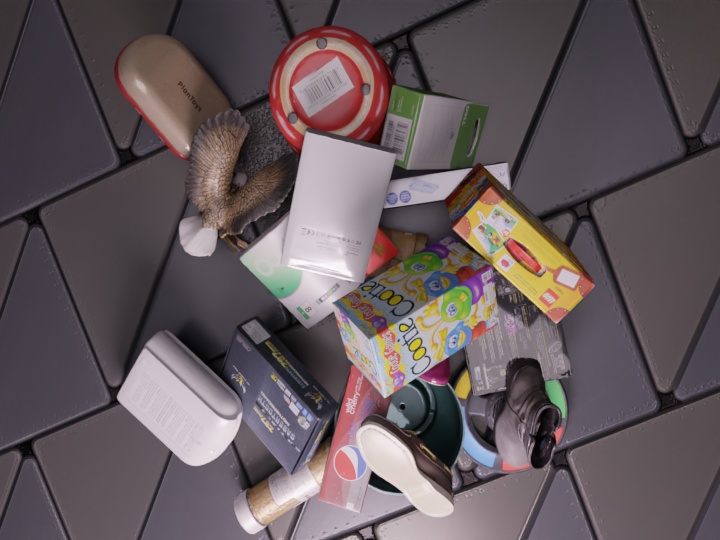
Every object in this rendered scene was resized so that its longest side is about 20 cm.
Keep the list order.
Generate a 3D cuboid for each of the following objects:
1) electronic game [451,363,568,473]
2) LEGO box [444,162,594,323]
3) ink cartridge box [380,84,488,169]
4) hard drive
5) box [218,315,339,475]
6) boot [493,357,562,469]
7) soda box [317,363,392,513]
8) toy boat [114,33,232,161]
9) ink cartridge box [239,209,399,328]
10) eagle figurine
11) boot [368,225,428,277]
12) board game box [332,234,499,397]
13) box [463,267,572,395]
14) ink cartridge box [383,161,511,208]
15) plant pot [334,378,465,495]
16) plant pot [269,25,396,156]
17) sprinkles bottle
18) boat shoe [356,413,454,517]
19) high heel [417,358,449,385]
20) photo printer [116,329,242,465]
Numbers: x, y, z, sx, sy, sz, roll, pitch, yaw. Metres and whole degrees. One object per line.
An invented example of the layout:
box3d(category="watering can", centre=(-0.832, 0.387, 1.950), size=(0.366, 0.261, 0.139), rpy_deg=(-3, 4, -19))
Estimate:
box3d(category="electronic game", centre=(0.237, 0.227, 1.143), size=(0.194, 0.042, 0.207), rpy_deg=(0, 94, 5))
box3d(category="LEGO box", centre=(0.218, -0.044, 0.994), size=(0.199, 0.150, 0.077), rpy_deg=(40, 107, -11))
box3d(category="ink cartridge box", centre=(0.112, -0.210, 1.059), size=(0.058, 0.198, 0.107), rpy_deg=(24, 110, 32))
box3d(category="hard drive", centre=(-0.035, -0.089, 1.012), size=(0.128, 0.027, 0.205), rpy_deg=(12, 116, -5))
box3d(category="box", centre=(-0.135, 0.196, 1.106), size=(0.200, 0.051, 0.160), rpy_deg=(45, 134, 19))
box3d(category="boot", centre=(0.243, 0.245, 1.040), size=(0.068, 0.133, 0.205), rpy_deg=(-4, 120, -1))
box3d(category="soda box", centre=(-0.004, 0.234, 1.021), size=(0.068, 0.063, 0.206), rpy_deg=(15, 95, 4))
box3d(category="toy boat", centre=(-0.305, -0.268, 1.121), size=(0.201, 0.129, 0.132), rpy_deg=(51, 56, -26))
box3d(category="ink cartridge box", centre=(-0.063, -0.021, 1.074), size=(0.198, 0.050, 0.161), rpy_deg=(-34, 109, 31))
box3d(category="eagle figurine", centre=(-0.199, -0.125, 1.103), size=(0.148, 0.201, 0.154), rpy_deg=(2, 52, -30))
box3d(category="boot", centre=(0.000, 0.000, 1.142), size=(0.194, 0.066, 0.181), rpy_deg=(12, 92, 7))
box3d(category="board game box", centre=(0.077, 0.057, 0.957), size=(0.197, 0.105, 0.105), rpy_deg=(-30, 127, -18))
box3d(category="box", centre=(0.232, 0.080, 1.111), size=(0.155, 0.044, 0.206), rpy_deg=(-12, 83, 4))
box3d(category="ink cartridge box", centre=(0.130, -0.130, 1.100), size=(0.194, 0.094, 0.046), rpy_deg=(-8, 95, 6))
box3d(category="plant pot", centre=(0.064, 0.228, 1.113), size=(0.194, 0.134, 0.207), rpy_deg=(0, 94, 6))
box3d(category="plant pot", centre=(-0.038, -0.253, 1.065), size=(0.194, 0.183, 0.207), rpy_deg=(0, 97, 4))
box3d(category="sprinkles bottle", centre=(-0.114, 0.355, 1.171), size=(0.197, 0.068, 0.069), rpy_deg=(-34, 91, 7))
box3d(category="boat shoe", centre=(0.065, 0.262, 0.985), size=(0.071, 0.060, 0.200), rpy_deg=(-28, 117, 31))
box3d(category="high heel", centre=(0.108, 0.092, 1.023), size=(0.066, 0.200, 0.098), rpy_deg=(20, 104, 0))
box3d(category="photo printer", centre=(-0.287, 0.216, 1.148), size=(0.199, 0.070, 0.167), rpy_deg=(41, 127, 2))
